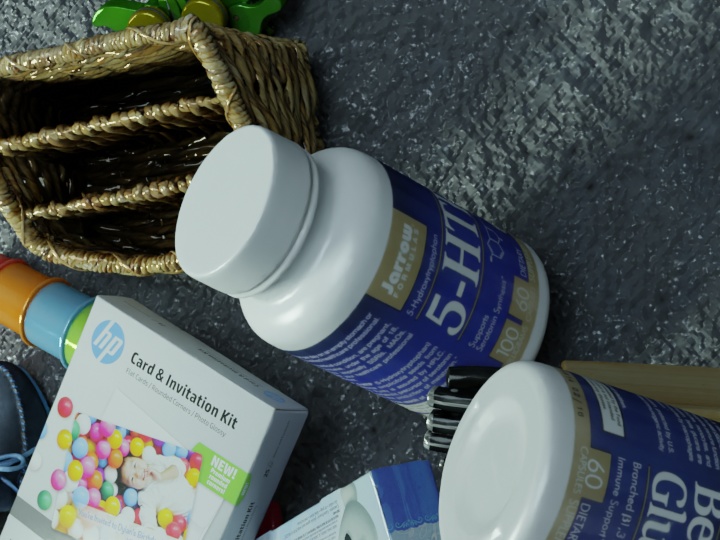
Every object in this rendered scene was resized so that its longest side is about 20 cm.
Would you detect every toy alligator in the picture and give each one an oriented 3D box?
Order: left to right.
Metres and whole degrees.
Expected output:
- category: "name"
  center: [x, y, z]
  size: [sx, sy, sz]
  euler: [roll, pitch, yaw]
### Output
- category: "toy alligator"
  center: [-0.084, -0.167, 1.219]
  size: [0.199, 0.059, 0.055]
  euler: [-8, 119, 23]

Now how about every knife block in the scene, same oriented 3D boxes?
- category: "knife block"
  center: [0.140, 0.082, 1.007]
  size: [0.200, 0.064, 0.176]
  euler: [-40, 105, 15]

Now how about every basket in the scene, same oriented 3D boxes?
- category: "basket"
  center: [-0.138, -0.069, 1.163]
  size: [0.199, 0.149, 0.144]
  euler: [-8, 88, 25]

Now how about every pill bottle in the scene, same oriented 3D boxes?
- category: "pill bottle"
  center: [0.000, 0.000, 1.048]
  size: [0.119, 0.199, 0.120]
  euler: [-32, 45, 38]
- category: "pill bottle"
  center: [0.149, 0.124, 0.921]
  size: [0.111, 0.199, 0.112]
  euler: [-51, 29, 43]

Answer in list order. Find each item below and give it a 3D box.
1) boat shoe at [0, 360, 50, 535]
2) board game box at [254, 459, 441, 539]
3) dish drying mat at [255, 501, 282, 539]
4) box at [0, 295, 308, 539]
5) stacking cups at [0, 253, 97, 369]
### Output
- category: "boat shoe"
  center: [-0.238, 0.156, 1.225]
  size: [0.084, 0.069, 0.202]
  euler: [-17, 74, 22]
- category: "board game box"
  center: [0.007, 0.230, 1.042]
  size: [0.200, 0.043, 0.200]
  euler: [-39, 63, 57]
- category: "dish drying mat"
  center: [-0.078, 0.249, 1.160]
  size: [0.076, 0.018, 0.202]
  euler: [-8, 77, 24]
- category: "box"
  center: [-0.134, 0.139, 1.131]
  size: [0.155, 0.041, 0.201]
  euler: [29, 100, 31]
- category: "stacking cups"
  center: [-0.196, 0.033, 1.231]
  size: [0.199, 0.060, 0.061]
  euler: [26, 93, 27]
